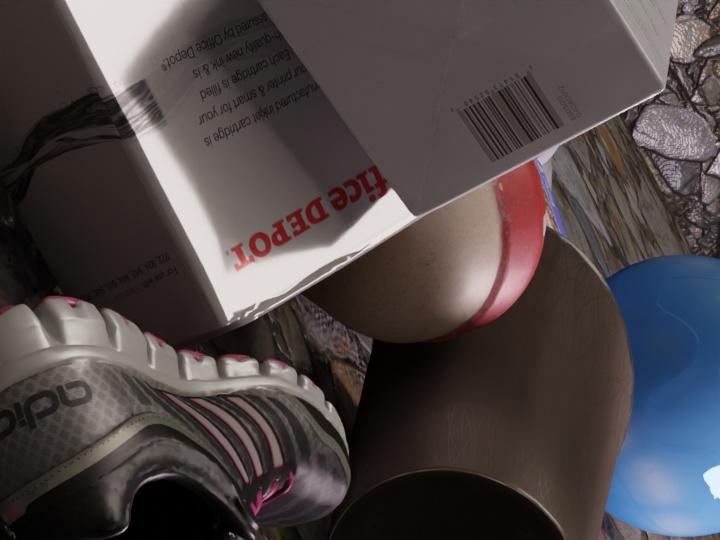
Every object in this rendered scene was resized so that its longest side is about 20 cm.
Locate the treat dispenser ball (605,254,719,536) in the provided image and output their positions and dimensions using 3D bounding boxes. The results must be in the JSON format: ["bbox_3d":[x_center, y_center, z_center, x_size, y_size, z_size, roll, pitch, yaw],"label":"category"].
[{"bbox_3d":[0.233,0.090,1.392,0.201,0.200,0.201,56,16,-25],"label":"treat dispenser ball"}]

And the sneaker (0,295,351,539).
[{"bbox_3d":[-0.061,0.075,0.650,0.200,0.073,0.088,28,37,-58],"label":"sneaker"}]

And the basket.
[{"bbox_3d":[0.055,0.095,0.901,0.200,0.135,0.182,-66,156,-64],"label":"basket"}]

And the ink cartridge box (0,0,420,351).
[{"bbox_3d":[-0.073,-0.082,0.740,0.145,0.084,0.201,-31,96,-44],"label":"ink cartridge box"}]

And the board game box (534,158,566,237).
[{"bbox_3d":[0.049,-0.041,1.178,0.200,0.096,0.160,47,22,-47],"label":"board game box"}]

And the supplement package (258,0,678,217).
[{"bbox_3d":[0.053,-0.133,0.754,0.110,0.113,0.200,53,29,-20],"label":"supplement package"}]

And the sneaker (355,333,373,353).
[{"bbox_3d":[0.000,0.000,1.015,0.201,0.075,0.092,54,23,-5],"label":"sneaker"}]

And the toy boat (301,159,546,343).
[{"bbox_3d":[0.021,-0.053,0.888,0.200,0.130,0.131,35,-45,49],"label":"toy boat"}]

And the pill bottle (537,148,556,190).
[{"bbox_3d":[0.082,-0.131,1.306,0.116,0.115,0.201,-100,-177,-49],"label":"pill bottle"}]
